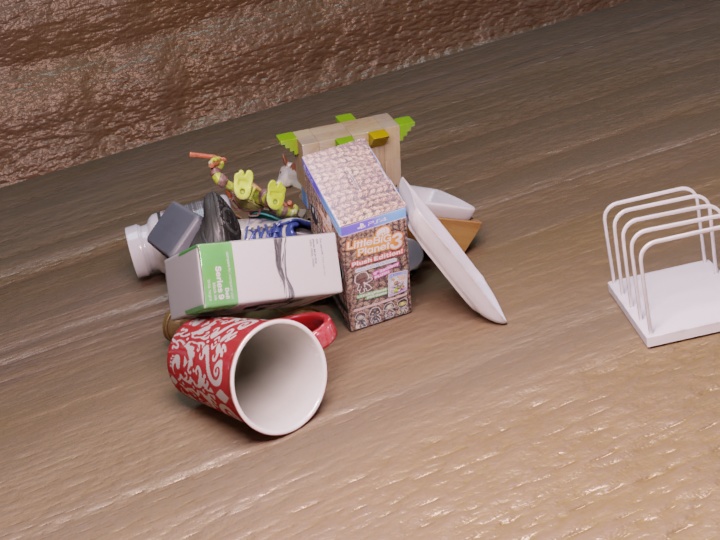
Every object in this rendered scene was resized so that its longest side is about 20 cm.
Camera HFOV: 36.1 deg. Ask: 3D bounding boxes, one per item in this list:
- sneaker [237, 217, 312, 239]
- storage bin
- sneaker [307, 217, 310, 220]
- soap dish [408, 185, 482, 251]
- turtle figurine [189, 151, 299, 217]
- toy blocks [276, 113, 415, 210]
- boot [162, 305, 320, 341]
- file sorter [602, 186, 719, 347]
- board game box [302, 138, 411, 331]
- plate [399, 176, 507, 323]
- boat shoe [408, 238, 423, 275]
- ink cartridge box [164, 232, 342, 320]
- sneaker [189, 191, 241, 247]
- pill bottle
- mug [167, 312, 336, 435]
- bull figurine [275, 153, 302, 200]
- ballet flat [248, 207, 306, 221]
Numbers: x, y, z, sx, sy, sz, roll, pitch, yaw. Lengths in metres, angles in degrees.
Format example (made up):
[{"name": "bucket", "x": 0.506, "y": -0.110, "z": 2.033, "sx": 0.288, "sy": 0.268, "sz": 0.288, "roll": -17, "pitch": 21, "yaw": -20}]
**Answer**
[{"name": "sneaker", "x": -0.129, "y": -0.056, "z": 1.699, "sx": 0.196, "sy": 0.077, "sz": 0.088, "roll": 1, "pitch": -19, "yaw": -11}, {"name": "storage bin", "x": -0.253, "y": -0.041, "z": 1.801, "sx": 0.147, "sy": 0.134, "sz": 0.199, "roll": -55, "pitch": 28, "yaw": -5}, {"name": "sneaker", "x": -0.045, "y": -0.067, "z": 1.878, "sx": 0.198, "sy": 0.083, "sz": 0.073, "roll": -25, "pitch": -6, "yaw": -37}, {"name": "soap dish", "x": 0.088, "y": -0.087, "z": 1.803, "sx": 0.154, "sy": 0.083, "sz": 0.200, "roll": 5, "pitch": 13, "yaw": -18}, {"name": "turtle figurine", "x": -0.177, "y": -0.122, "z": 1.691, "sx": 0.065, "sy": 0.198, "sz": 0.161, "roll": -59, "pitch": 13, "yaw": -5}, {"name": "toy blocks", "x": -0.018, "y": -0.145, "z": 1.625, "sx": 0.197, "sy": 0.139, "sz": 0.100, "roll": -13, "pitch": 32, "yaw": -16}, {"name": "boot", "x": -0.176, "y": 0.074, "z": 1.610, "sx": 0.173, "sy": 0.067, "sz": 0.199, "roll": -24, "pitch": 22, "yaw": -28}, {"name": "file sorter", "x": 0.385, "y": -0.014, "z": 1.356, "sx": 0.136, "sy": 0.127, "sz": 0.200, "roll": -12, "pitch": 17, "yaw": 3}, {"name": "board game box", "x": -0.004, "y": -0.049, "z": 1.550, "sx": 0.095, "sy": 0.202, "sz": 0.160, "roll": -17, "pitch": 45, "yaw": -12}, {"name": "plate", "x": 0.117, "y": -0.025, "z": 1.513, "sx": 0.032, "sy": 0.200, "sz": 0.200, "roll": -37, "pitch": 16, "yaw": 7}, {"name": "boat shoe", "x": 0.000, "y": 0.000, "z": 1.702, "sx": 0.196, "sy": 0.073, "sz": 0.068, "roll": -15, "pitch": -18, "yaw": -5}, {"name": "ink cartridge box", "x": -0.141, "y": 0.008, "z": 1.458, "sx": 0.197, "sy": 0.086, "sz": 0.145, "roll": -6, "pitch": -6, "yaw": -28}, {"name": "sneaker", "x": -0.223, "y": -0.031, "z": 1.632, "sx": 0.089, "sy": 0.076, "sz": 0.202, "roll": -21, "pitch": 52, "yaw": 14}, {"name": "pill bottle", "x": -0.326, "y": -0.060, "z": 2.037, "sx": 0.197, "sy": 0.118, "sz": 0.116, "roll": -15, "pitch": 18, "yaw": -7}, {"name": "mug", "x": -0.132, "y": 0.119, "z": 1.373, "sx": 0.175, "sy": 0.136, "sz": 0.199, "roll": -1, "pitch": 3, "yaw": -36}, {"name": "bull figurine", "x": -0.044, "y": -0.139, "z": 1.738, "sx": 0.196, "sy": 0.066, "sz": 0.123, "roll": -6, "pitch": 41, "yaw": 4}, {"name": "ballet flat", "x": -0.084, "y": -0.059, "z": 1.797, "sx": 0.197, "sy": 0.068, "sz": 0.073, "roll": 26, "pitch": 48, "yaw": 7}]
